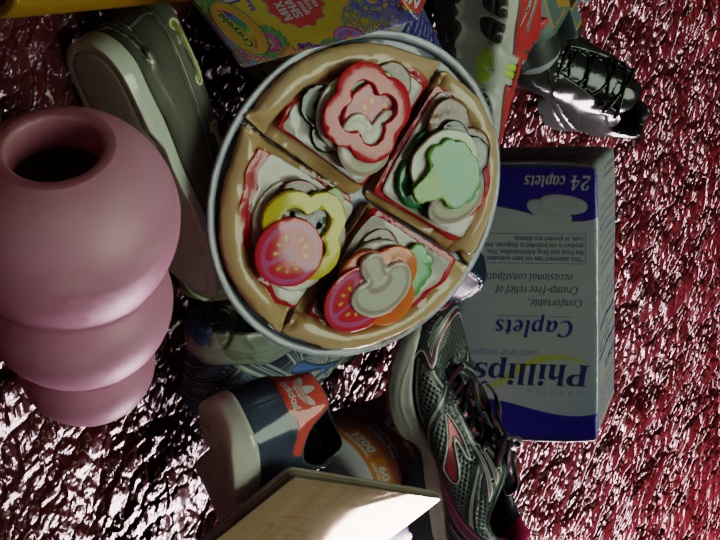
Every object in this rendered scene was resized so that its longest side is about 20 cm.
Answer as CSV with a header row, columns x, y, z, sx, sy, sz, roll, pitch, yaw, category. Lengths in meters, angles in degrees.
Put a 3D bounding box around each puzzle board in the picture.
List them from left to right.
x,y,z,sx,sy,sz,roll,pitch,yaw,category
-0.064,0.189,1.356,0.200,0.017,0.151,-40,148,26,puzzle board

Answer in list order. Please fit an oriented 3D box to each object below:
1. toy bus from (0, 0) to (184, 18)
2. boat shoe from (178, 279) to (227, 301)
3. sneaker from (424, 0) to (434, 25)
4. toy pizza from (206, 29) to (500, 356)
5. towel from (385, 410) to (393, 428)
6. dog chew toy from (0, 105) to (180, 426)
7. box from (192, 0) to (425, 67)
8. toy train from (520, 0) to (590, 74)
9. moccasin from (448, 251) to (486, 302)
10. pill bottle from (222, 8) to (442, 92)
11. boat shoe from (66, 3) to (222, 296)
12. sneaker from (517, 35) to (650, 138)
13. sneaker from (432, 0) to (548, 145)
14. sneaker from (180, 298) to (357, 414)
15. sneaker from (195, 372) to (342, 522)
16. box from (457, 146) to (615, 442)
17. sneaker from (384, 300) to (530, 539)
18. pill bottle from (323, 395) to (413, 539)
x,y,z,sx,sy,sz,roll,pitch,yaw,category
-0.137,-0.184,1.117,0.200,0.065,0.078,-17,120,-55,toy bus
-0.043,-0.018,1.381,0.073,0.063,0.201,60,31,5,boat shoe
0.030,-0.191,1.377,0.073,0.082,0.200,-22,126,-57,sneaker
0.003,-0.042,1.224,0.200,0.032,0.201,-11,112,-28,toy pizza
0.047,0.013,1.513,0.200,0.024,0.145,-58,159,-69,towel
-0.157,0.008,1.143,0.125,0.124,0.200,-48,151,-36,dog chew toy
-0.039,-0.251,1.089,0.200,0.122,0.193,52,44,-33,box
0.110,-0.235,1.466,0.114,0.085,0.200,-59,143,-38,toy train
0.000,0.000,1.307,0.200,0.068,0.080,12,140,-37,moccasin
-0.004,-0.118,1.307,0.120,0.120,0.200,-57,141,-24,pill bottle
-0.109,-0.070,1.221,0.060,0.072,0.202,-47,139,-29,boat shoe
0.169,-0.156,1.625,0.200,0.091,0.076,26,85,-59,sneaker
0.089,-0.143,1.384,0.085,0.077,0.200,-36,153,-37,sneaker
-0.053,0.053,1.399,0.200,0.077,0.085,-8,123,-50,sneaker
-0.056,0.125,1.347,0.084,0.075,0.200,-23,161,-16,sneaker
0.133,0.012,1.549,0.184,0.105,0.200,-32,122,-77,box
0.072,0.108,1.421,0.081,0.075,0.200,-41,126,-49,sneaker
0.012,0.150,1.506,0.200,0.112,0.112,-13,117,-57,pill bottle
